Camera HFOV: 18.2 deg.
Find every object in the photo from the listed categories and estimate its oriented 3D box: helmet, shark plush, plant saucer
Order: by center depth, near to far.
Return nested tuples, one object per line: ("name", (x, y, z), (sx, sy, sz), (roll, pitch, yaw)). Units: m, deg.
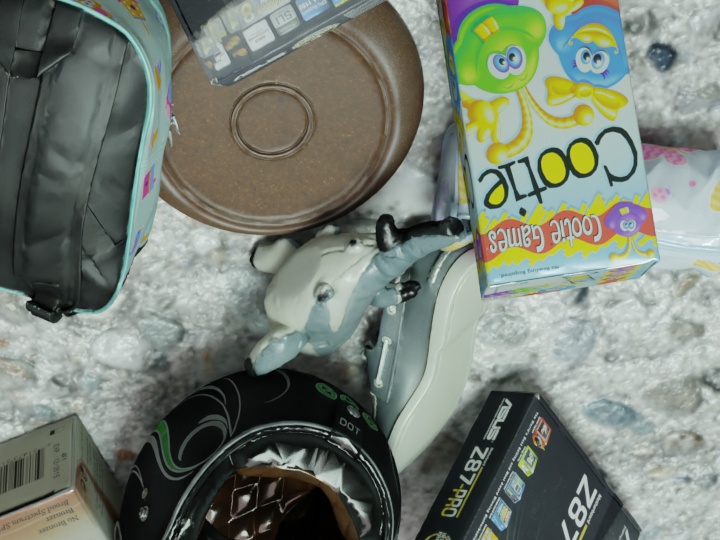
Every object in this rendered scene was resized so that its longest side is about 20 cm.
("plant saucer", (-0.057, -0.101, 1.413), (0.198, 0.035, 0.202), (-2, 122, -4))
("shark plush", (0.000, 0.000, 1.438), (0.083, 0.091, 0.200), (19, 137, -30))
("helmet", (-0.068, 0.164, 1.489), (0.198, 0.191, 0.202), (-1, 94, -12))

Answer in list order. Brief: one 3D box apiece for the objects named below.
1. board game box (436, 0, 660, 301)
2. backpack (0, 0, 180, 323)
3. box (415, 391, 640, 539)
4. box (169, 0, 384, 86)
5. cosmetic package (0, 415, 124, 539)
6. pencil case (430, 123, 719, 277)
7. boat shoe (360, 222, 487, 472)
("board game box", (0.107, -0.092, 1.334), (0.102, 0.105, 0.202), (-9, 84, 0))
("backpack", (-0.195, -0.096, 1.323), (0.174, 0.154, 0.201), (15, 124, 2))
("box", (0.103, 0.210, 1.532), (0.049, 0.201, 0.162), (0, 139, 42))
("box", (-0.032, -0.222, 1.285), (0.199, 0.049, 0.162), (-27, 89, 11))
("cosmetic package", (-0.199, 0.214, 1.566), (0.103, 0.088, 0.201), (-23, 122, 8))
("pencil case", (0.143, -0.044, 1.436), (0.198, 0.091, 0.084), (5, 107, -11))
("boat shoe", (0.036, 0.054, 1.519), (0.062, 0.073, 0.201), (35, 131, 23))
